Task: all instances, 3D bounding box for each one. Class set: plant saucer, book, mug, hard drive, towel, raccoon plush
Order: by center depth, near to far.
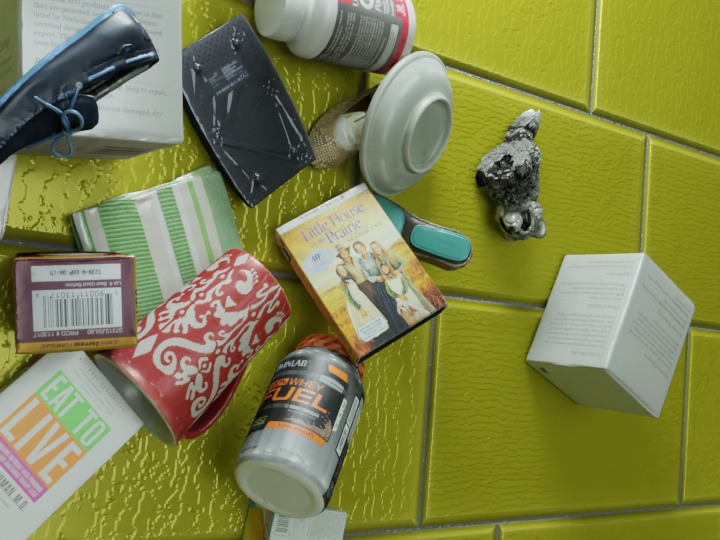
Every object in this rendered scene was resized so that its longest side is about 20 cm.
[{"bbox_3d":[-0.350,0.185,0.968,0.200,0.048,0.135,-46,111,-26],"label":"book"},{"bbox_3d":[-0.188,0.087,1.049,0.133,0.178,0.200,42,64,7],"label":"mug"},{"bbox_3d":[-0.231,-0.025,1.071,0.198,0.023,0.156,-23,105,-37],"label":"towel"},{"bbox_3d":[-0.148,-0.194,1.121,0.135,0.042,0.203,-40,113,-30],"label":"hard drive"},{"bbox_3d":[0.077,-0.190,1.232,0.199,0.050,0.203,-37,141,-37],"label":"plant saucer"},{"bbox_3d":[0.265,-0.140,1.411,0.200,0.096,0.135,-48,124,-27],"label":"raccoon plush"}]

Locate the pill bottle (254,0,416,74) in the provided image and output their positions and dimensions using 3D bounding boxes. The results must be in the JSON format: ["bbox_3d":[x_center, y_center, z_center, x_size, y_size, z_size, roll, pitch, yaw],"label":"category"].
[{"bbox_3d":[-0.033,-0.323,1.167,0.197,0.110,0.114,2,88,-37],"label":"pill bottle"}]

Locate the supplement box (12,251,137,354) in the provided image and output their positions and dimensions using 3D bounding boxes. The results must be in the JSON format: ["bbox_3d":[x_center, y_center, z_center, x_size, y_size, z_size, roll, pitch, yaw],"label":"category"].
[{"bbox_3d":[-0.287,0.026,0.903,0.108,0.199,0.088,-1,93,-21],"label":"supplement box"}]

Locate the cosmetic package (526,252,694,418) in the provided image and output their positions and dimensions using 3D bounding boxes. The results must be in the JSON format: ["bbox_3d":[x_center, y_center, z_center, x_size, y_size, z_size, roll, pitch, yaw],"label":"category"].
[{"bbox_3d":[0.402,0.101,1.462,0.165,0.166,0.203,37,70,-31],"label":"cosmetic package"}]

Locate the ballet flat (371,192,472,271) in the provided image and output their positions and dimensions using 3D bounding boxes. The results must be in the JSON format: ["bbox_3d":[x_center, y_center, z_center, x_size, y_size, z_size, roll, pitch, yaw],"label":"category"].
[{"bbox_3d":[0.058,-0.047,1.252,0.197,0.067,0.069,26,77,1],"label":"ballet flat"}]

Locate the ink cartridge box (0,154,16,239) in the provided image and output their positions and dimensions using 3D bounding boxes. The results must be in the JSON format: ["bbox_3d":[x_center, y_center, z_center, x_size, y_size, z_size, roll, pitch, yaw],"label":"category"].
[{"bbox_3d":[-0.438,-0.086,0.836,0.197,0.143,0.086,15,80,-36],"label":"ink cartridge box"}]

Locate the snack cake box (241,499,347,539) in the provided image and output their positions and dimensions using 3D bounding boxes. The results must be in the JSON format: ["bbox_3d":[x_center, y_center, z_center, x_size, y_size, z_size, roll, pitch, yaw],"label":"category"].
[{"bbox_3d":[-0.096,0.393,1.142,0.113,0.067,0.205,19,78,-36],"label":"snack cake box"}]

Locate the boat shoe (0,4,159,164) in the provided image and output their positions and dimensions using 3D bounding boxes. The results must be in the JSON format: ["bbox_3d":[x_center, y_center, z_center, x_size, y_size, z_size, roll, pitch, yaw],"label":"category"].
[{"bbox_3d":[-0.251,-0.153,0.791,0.069,0.084,0.201,45,68,-13],"label":"boat shoe"}]

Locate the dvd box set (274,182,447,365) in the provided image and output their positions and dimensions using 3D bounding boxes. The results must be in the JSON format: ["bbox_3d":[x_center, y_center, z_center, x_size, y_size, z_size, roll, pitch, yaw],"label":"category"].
[{"bbox_3d":[0.000,0.000,1.161,0.144,0.030,0.202,-27,73,-22],"label":"dvd box set"}]

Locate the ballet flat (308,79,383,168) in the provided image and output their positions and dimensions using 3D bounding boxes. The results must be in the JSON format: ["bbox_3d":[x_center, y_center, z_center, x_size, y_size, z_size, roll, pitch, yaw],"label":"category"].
[{"bbox_3d":[0.006,-0.207,1.225,0.200,0.065,0.071,-44,112,-29],"label":"ballet flat"}]

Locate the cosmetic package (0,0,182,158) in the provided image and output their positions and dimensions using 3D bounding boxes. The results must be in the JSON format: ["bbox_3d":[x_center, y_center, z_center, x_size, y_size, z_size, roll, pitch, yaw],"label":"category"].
[{"bbox_3d":[-0.287,-0.227,0.928,0.163,0.166,0.205,-1,90,-34],"label":"cosmetic package"}]

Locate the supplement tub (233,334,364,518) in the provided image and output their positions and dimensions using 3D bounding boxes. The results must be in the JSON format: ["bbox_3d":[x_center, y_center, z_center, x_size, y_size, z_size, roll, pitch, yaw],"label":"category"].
[{"bbox_3d":[-0.066,0.185,1.109,0.123,0.121,0.202,48,42,-26],"label":"supplement tub"}]
